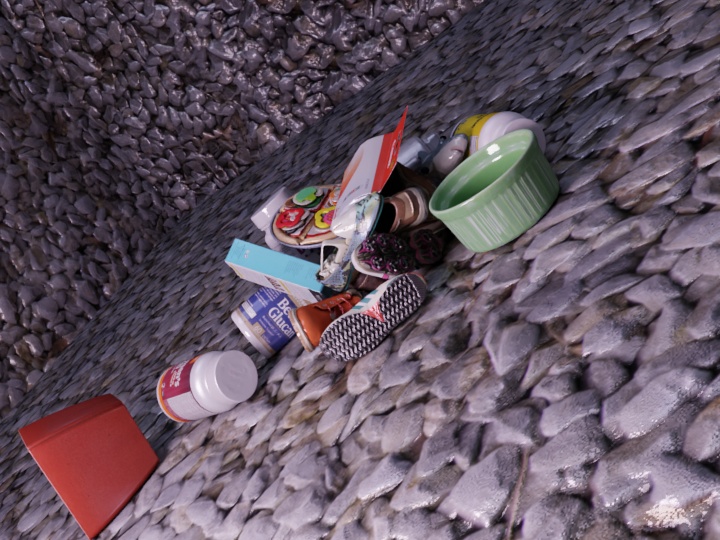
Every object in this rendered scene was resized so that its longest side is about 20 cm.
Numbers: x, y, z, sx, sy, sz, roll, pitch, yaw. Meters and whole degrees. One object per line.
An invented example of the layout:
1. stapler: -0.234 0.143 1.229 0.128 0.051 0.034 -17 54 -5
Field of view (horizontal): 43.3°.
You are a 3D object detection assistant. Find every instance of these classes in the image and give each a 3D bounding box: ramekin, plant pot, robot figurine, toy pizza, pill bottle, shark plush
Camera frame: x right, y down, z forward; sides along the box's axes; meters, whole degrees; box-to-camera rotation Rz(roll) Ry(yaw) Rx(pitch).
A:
1. ramekin: 0.214 -0.121 1.423 0.199 0.098 0.200 -36 17 13
2. plant pot: -0.484 0.335 1.653 0.176 0.201 0.200 -34 14 -22
3. robot figurine: 0.097 -0.190 1.835 0.199 0.113 0.170 -39 -10 2
4. toy pizza: -0.076 -0.111 1.682 0.198 0.032 0.201 -12 36 9
5. pill bottle: -0.277 0.207 1.640 0.199 0.110 0.110 -23 23 46
6. shark plush: 0.153 -0.207 1.657 0.200 0.090 0.084 -119 42 -85
7. pill bottle: 0.242 -0.221 1.598 0.112 0.113 0.200 -42 17 -9
8. pill bottle: -0.135 0.060 1.704 0.200 0.111 0.111 -42 16 -4
9. pill bottle: -0.119 -0.061 1.811 0.113 0.200 0.113 -40 11 10

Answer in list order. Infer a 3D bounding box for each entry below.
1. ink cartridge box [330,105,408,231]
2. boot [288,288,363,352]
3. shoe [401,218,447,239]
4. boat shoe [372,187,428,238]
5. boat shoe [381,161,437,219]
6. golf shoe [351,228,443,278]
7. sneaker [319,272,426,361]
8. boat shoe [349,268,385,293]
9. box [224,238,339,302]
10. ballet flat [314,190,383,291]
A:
1. ink cartridge box: 0.014 -0.175 1.568 0.201 0.050 0.163 120 167 -46
2. boot: -0.051 0.073 1.497 0.106 0.076 0.200 -27 1 14
3. shoe: 0.082 -0.079 1.616 0.198 0.070 0.054 -21 52 5
4. boat shoe: 0.034 -0.080 1.520 0.071 0.076 0.200 -15 -16 -34
5. boat shoe: 0.088 -0.138 1.585 0.200 0.067 0.073 53 132 53
6. golf shoe: 0.048 -0.016 1.479 0.092 0.073 0.199 -30 -15 39
7. sneaker: 0.026 0.072 1.428 0.199 0.071 0.093 -38 -2 13
8. boat shoe: 0.000 0.000 1.643 0.071 0.070 0.200 -61 13 11
9. box: -0.137 0.004 1.620 0.198 0.082 0.050 17 73 21
10. ballet flat: -0.025 -0.048 1.480 0.074 0.074 0.201 -67 0 -58
